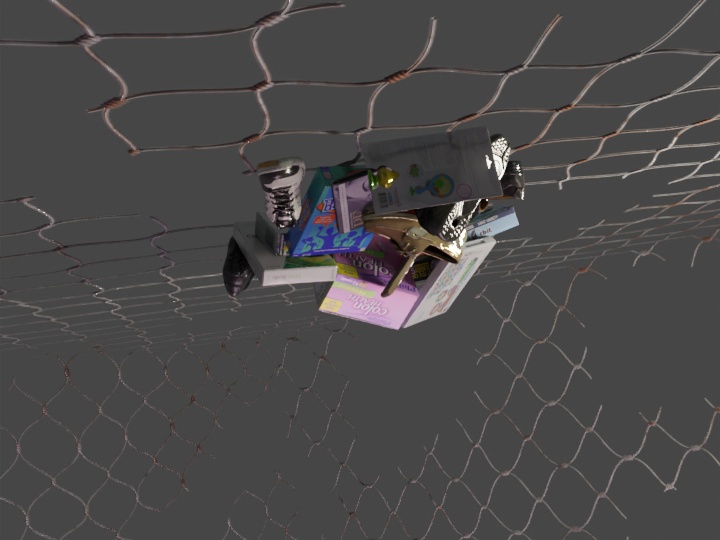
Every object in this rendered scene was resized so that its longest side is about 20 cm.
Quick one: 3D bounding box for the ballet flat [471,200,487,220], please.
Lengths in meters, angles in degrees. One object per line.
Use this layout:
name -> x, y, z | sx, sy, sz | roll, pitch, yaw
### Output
ballet flat -> 0.175, -0.121, 1.799 | 0.073, 0.073, 0.200 | -5, 172, -32

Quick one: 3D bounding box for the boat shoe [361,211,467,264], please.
boat shoe -> 0.094, -0.054, 1.487 | 0.199, 0.067, 0.074 | 10, 169, -23

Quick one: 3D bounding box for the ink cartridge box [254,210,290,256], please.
ink cartridge box -> -0.087, -0.076, 1.653 | 0.199, 0.051, 0.109 | -5, -152, -27

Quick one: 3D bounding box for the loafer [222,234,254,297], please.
loafer -> -0.230, -0.019, 1.705 | 0.068, 0.071, 0.201 | 12, -152, -1

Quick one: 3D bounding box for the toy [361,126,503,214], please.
toy -> 0.107, -0.148, 1.350 | 0.199, 0.116, 0.047 | -8, 166, -11

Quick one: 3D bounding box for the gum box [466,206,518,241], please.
gum box -> 0.224, -0.088, 1.888 | 0.169, 0.045, 0.200 | -21, -173, -10

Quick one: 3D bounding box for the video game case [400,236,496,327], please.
video game case -> 0.175, 0.022, 1.761 | 0.182, 0.024, 0.200 | -15, 143, -56

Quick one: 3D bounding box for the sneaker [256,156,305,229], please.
sneaker -> -0.118, -0.118, 1.390 | 0.075, 0.088, 0.200 | -8, 170, -1

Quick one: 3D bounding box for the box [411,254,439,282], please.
box -> 0.170, -0.025, 1.908 | 0.160, 0.044, 0.200 | -12, -171, 39

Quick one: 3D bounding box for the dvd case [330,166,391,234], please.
dvd case -> 0.051, -0.133, 1.453 | 0.199, 0.016, 0.149 | -19, 152, -7

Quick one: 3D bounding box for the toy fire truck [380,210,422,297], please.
toy fire truck -> 0.086, -0.063, 1.610 | 0.128, 0.201, 0.176 | -10, 172, -5

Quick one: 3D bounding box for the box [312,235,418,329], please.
box -> 0.000, 0.000, 1.739 | 0.175, 0.200, 0.097 | 16, 124, -22

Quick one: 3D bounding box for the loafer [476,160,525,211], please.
loafer -> 0.218, -0.146, 1.659 | 0.199, 0.073, 0.073 | -16, 171, 38

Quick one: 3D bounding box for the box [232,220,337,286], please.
box -> -0.144, -0.037, 1.652 | 0.144, 0.036, 0.200 | -4, -148, -24

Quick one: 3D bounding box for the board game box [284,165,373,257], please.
board game box -> -0.030, -0.102, 1.515 | 0.151, 0.045, 0.200 | -6, 148, -27

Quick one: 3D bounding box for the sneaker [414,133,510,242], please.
sneaker -> 0.156, -0.146, 1.429 | 0.076, 0.200, 0.114 | 38, 174, -41
